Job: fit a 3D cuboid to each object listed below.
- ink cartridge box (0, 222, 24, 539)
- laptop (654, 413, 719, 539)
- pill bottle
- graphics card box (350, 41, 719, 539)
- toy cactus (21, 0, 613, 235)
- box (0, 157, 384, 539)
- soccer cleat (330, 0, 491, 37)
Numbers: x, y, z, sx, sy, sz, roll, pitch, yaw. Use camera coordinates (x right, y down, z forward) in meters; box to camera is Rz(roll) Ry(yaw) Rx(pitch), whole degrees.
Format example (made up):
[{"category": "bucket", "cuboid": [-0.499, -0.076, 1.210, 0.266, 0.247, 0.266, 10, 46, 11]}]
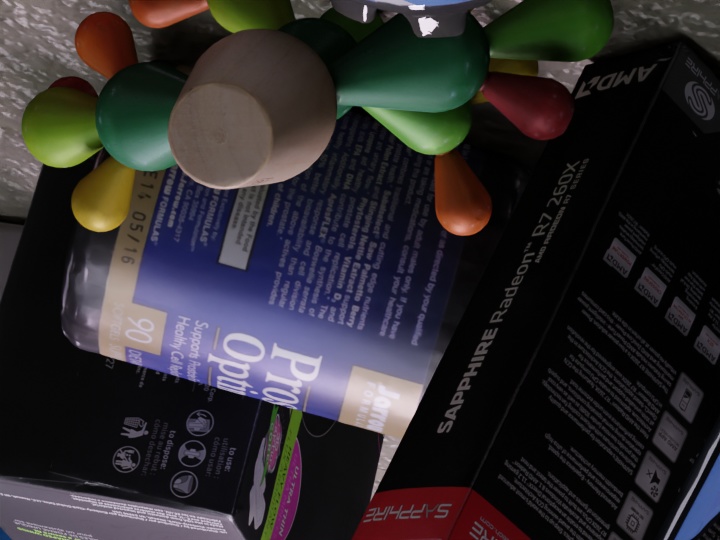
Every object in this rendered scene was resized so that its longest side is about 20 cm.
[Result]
[{"category": "ink cartridge box", "cuboid": [-0.183, 0.082, 1.125, 0.144, 0.148, 0.200, 6, 156, 23]}, {"category": "laptop", "cuboid": [0.190, 0.013, 0.637, 0.199, 0.103, 0.178, 14, 123, -12]}, {"category": "pill bottle", "cuboid": [0.000, 0.000, 0.854, 0.199, 0.112, 0.112, 16, 158, 1]}, {"category": "graphics card box", "cuboid": [0.089, 0.041, 0.749, 0.125, 0.200, 0.051, 42, 150, -26]}, {"category": "toy cactus", "cuboid": [-0.024, -0.048, 0.723, 0.199, 0.103, 0.165, 1, -166, 13]}, {"category": "box", "cuboid": [-0.071, 0.063, 1.002, 0.124, 0.149, 0.200, 8, 157, 15]}, {"category": "soccer cleat", "cuboid": [-0.045, -0.125, 0.667, 0.199, 0.070, 0.087, 9, 136, 19]}]
